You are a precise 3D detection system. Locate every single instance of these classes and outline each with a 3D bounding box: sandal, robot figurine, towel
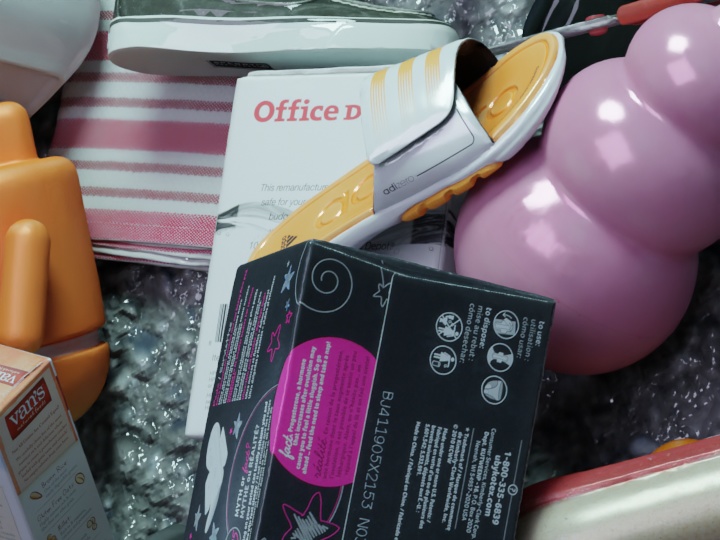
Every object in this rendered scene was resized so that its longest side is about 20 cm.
[{"bbox_3d":[0.010,-0.060,1.418,0.206,0.059,0.079,-35,26,20],"label":"sandal"},{"bbox_3d":[-0.203,0.010,1.599,0.143,0.116,0.201,-7,96,37],"label":"robot figurine"},{"bbox_3d":[-0.109,-0.100,1.646,0.146,0.030,0.201,5,77,34],"label":"towel"}]

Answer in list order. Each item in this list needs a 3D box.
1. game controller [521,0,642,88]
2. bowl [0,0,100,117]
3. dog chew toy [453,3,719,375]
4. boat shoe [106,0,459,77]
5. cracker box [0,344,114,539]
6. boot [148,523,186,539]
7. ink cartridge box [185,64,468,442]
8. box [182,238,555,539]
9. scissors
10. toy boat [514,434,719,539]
[{"bbox_3d":[0.168,-0.108,1.472,0.200,0.042,0.105,38,112,34],"label":"game controller"},{"bbox_3d":[-0.257,-0.116,1.629,0.200,0.199,0.075,-38,60,32],"label":"bowl"},{"bbox_3d":[0.132,-0.045,1.401,0.125,0.124,0.200,52,121,31],"label":"dog chew toy"},{"bbox_3d":[-0.042,-0.141,1.565,0.199,0.071,0.064,4,78,13],"label":"boat shoe"},{"bbox_3d":[-0.204,0.125,1.543,0.133,0.201,0.058,14,45,34],"label":"cracker box"},{"bbox_3d":[-0.056,0.153,1.477,0.165,0.065,0.200,-60,17,-13],"label":"boot"},{"bbox_3d":[0.000,0.000,1.511,0.144,0.084,0.201,1,77,32],"label":"ink cartridge box"},{"bbox_3d":[-0.001,0.101,1.333,0.115,0.131,0.201,166,116,-69],"label":"box"},{"bbox_3d":[0.133,-0.125,1.438,0.199,0.073,0.014,-15,88,33],"label":"scissors"},{"bbox_3d":[0.157,0.128,1.365,0.199,0.131,0.131,-16,26,10],"label":"toy boat"}]
